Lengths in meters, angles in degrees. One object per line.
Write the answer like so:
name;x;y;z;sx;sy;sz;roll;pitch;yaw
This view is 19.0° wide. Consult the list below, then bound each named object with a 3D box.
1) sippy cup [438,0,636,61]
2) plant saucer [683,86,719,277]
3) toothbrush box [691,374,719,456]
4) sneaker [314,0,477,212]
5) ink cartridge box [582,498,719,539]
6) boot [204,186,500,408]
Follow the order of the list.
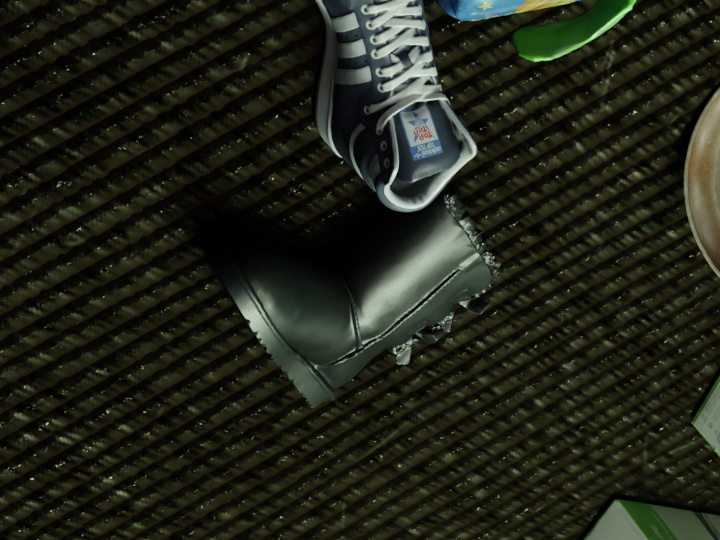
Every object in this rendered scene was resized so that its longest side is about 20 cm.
sippy cup;0.098;-0.209;1.248;0.129;0.140;0.179;-19;98;-4
plant saucer;0.329;-0.063;1.517;0.200;0.200;0.032;-48;172;13
toothbrush box;0.394;0.097;1.768;0.199;0.086;0.146;3;125;-36
sneaker;0.020;-0.126;1.276;0.070;0.109;0.201;-19;137;-20
ink cartridge box;0.262;0.285;1.851;0.199;0.084;0.146;13;119;-42
boot;0.000;0.000;1.409;0.162;0.074;0.198;-35;147;1
